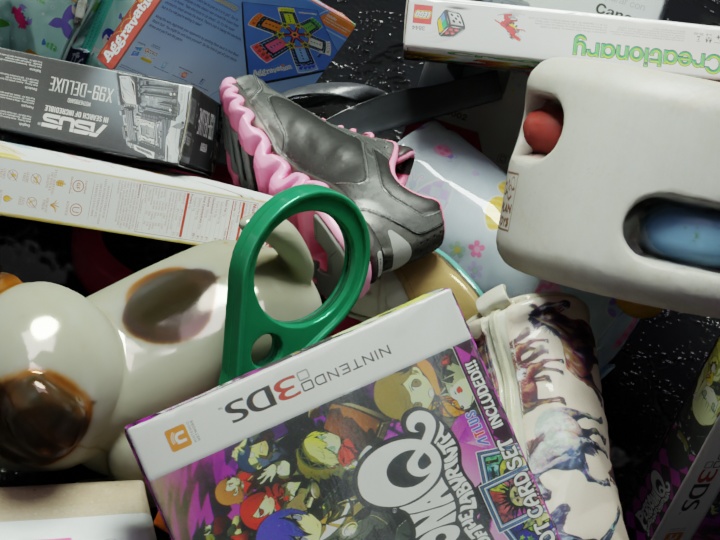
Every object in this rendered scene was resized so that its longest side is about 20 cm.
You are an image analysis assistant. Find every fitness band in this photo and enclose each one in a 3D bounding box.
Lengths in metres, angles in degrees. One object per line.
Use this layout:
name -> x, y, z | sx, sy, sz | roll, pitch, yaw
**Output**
fitness band -> -0.088, -0.008, 1.260 | 0.200, 0.037, 0.144 | 14, 43, -1

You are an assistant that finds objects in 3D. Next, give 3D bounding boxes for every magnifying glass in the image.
magnifying glass -> -0.056, 0.048, 1.026 | 0.080, 0.200, 0.022 | 25, -1, -40

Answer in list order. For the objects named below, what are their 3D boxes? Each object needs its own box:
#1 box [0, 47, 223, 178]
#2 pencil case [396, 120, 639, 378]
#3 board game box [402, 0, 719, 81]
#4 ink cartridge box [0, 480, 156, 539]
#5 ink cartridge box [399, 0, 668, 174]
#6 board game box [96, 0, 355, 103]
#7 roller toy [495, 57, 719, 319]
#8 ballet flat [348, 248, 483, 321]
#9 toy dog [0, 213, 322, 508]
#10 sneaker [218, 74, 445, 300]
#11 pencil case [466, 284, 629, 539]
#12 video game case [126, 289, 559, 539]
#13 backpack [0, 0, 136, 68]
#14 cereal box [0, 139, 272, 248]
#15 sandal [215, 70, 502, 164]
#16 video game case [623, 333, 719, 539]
box -> -0.190, -0.103, 1.187 | 0.200, 0.050, 0.158 | 12, 1, 2
pencil case -> 0.089, -0.009, 1.258 | 0.200, 0.091, 0.083 | 39, 42, 15
board game box -> 0.127, -0.144, 1.236 | 0.200, 0.035, 0.126 | 6, 2, 1
ink cartridge box -> -0.172, 0.202, 0.959 | 0.165, 0.075, 0.200 | -2, 43, -19
ink cartridge box -> 0.121, -0.139, 1.346 | 0.147, 0.200, 0.086 | 18, 7, 5
board game box -> -0.085, -0.154, 1.299 | 0.019, 0.103, 0.200 | 43, 12, 28
roller toy -> 0.172, -0.042, 1.126 | 0.200, 0.140, 0.182 | 15, 6, 36
ballet flat -> 0.000, 0.000, 1.202 | 0.063, 0.069, 0.200 | -25, 41, -26
toy dog -> -0.124, 0.058, 1.058 | 0.200, 0.194, 0.140 | -6, 56, -33
sneaker -> -0.018, -0.060, 1.180 | 0.095, 0.079, 0.200 | -23, 47, -18
pencil case -> 0.104, 0.111, 1.089 | 0.078, 0.089, 0.200 | -16, 68, 21
video game case -> 0.002, 0.135, 0.986 | 0.181, 0.036, 0.200 | -23, 89, -9
backpack -> -0.165, -0.208, 1.315 | 0.150, 0.200, 0.178 | 24, 28, 14
cereal box -> -0.161, -0.047, 1.139 | 0.200, 0.040, 0.144 | 8, 5, -30
sandal -> -0.007, -0.108, 1.289 | 0.200, 0.043, 0.076 | -15, 4, 0
video game case -> 0.274, 0.096, 1.147 | 0.200, 0.181, 0.036 | -3, 47, -22
